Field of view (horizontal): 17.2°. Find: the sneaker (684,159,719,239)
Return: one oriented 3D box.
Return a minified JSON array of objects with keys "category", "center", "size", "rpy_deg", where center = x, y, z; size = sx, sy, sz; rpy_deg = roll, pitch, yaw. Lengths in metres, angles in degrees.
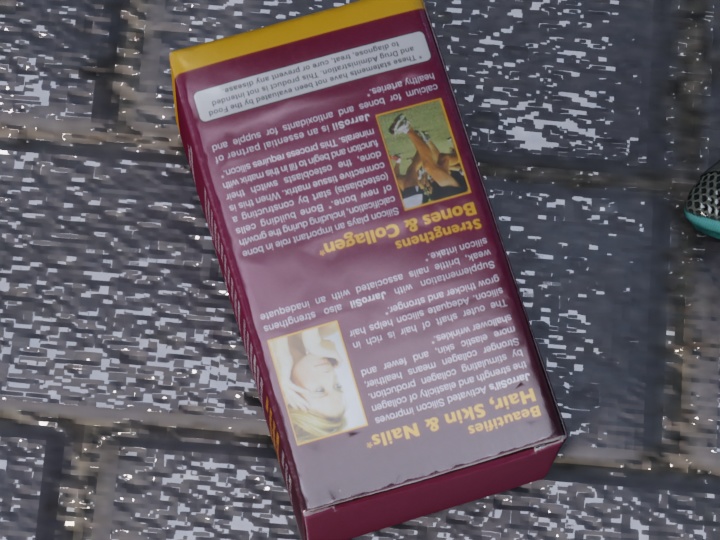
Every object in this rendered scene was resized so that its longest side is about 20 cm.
[{"category":"sneaker","center":[0.202,0.029,0.993],"size":[0.091,0.078,0.201],"rpy_deg":[-26,73,8]}]

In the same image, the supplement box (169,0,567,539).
[{"category":"supplement box","center":[0.000,0.000,0.979],"size":[0.109,0.086,0.202],"rpy_deg":[-16,75,-6]}]
